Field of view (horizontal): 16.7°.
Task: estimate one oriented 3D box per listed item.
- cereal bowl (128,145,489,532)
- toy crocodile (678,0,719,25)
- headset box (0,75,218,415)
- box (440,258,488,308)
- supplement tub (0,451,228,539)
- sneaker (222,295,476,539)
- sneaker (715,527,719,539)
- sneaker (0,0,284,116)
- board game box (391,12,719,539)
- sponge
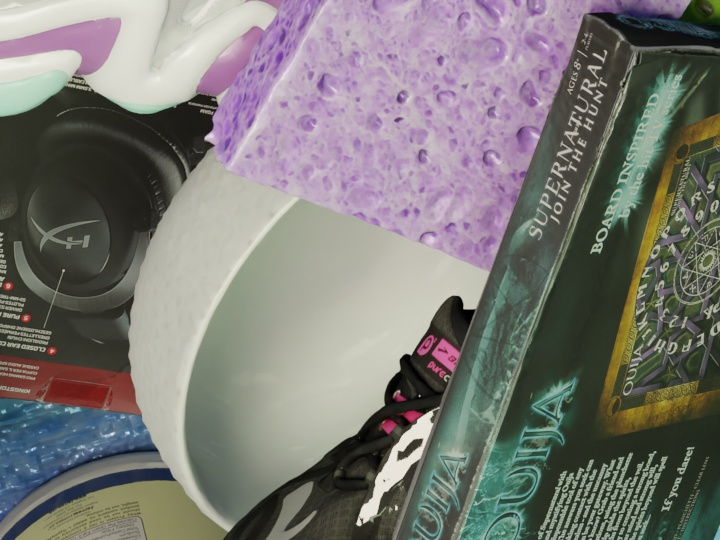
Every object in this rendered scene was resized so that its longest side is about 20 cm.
[{"bbox_3d":[0.000,0.000,0.878,0.200,0.083,0.200,-23,136,-24],"label":"cereal bowl"},{"bbox_3d":[0.122,-0.079,0.835,0.062,0.068,0.200,9,137,26],"label":"toy crocodile"},{"bbox_3d":[-0.093,-0.032,0.926,0.148,0.077,0.200,9,121,-24],"label":"headset box"},{"bbox_3d":[0.094,-0.072,0.958,0.100,0.075,0.200,8,122,-21],"label":"box"},{"bbox_3d":[-0.078,0.186,1.002,0.145,0.200,0.145,-8,125,-12],"label":"supplement tub"},{"bbox_3d":[0.023,0.055,0.833,0.200,0.077,0.084,-37,137,-24],"label":"sneaker"},{"bbox_3d":[0.159,0.062,1.065,0.200,0.080,0.131,-33,127,6],"label":"sneaker"},{"bbox_3d":[-0.048,-0.116,0.747,0.199,0.078,0.140,-4,131,-15],"label":"sneaker"},{"bbox_3d":[0.091,0.017,0.789,0.135,0.028,0.200,1,117,-42],"label":"board game box"},{"bbox_3d":[0.050,-0.098,0.739,0.111,0.030,0.200,22,109,-30],"label":"sponge"}]
